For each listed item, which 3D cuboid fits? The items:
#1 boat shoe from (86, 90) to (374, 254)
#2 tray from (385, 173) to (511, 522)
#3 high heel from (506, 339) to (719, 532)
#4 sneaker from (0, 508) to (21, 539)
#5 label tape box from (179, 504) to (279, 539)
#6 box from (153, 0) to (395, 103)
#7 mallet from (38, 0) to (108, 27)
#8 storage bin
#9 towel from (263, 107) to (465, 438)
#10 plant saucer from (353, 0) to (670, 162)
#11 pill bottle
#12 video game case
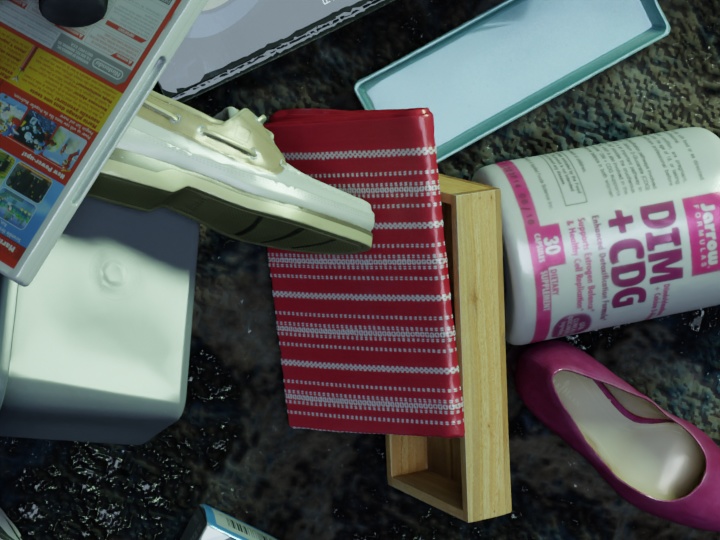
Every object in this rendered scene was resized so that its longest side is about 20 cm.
[{"bbox_3d":[-0.076,-0.061,1.355,0.199,0.075,0.069,17,72,-28],"label":"boat shoe"},{"bbox_3d":[0.051,0.044,1.439,0.037,0.099,0.201,-10,104,-28],"label":"tray"},{"bbox_3d":[0.179,0.109,1.481,0.200,0.096,0.067,41,88,-11],"label":"high heel"},{"bbox_3d":[-0.222,0.194,1.422,0.066,0.090,0.200,-43,101,-4],"label":"sneaker"},{"bbox_3d":[-0.080,0.269,1.469,0.143,0.066,0.201,26,89,-12],"label":"label tape box"},{"bbox_3d":[-0.088,-0.223,1.403,0.163,0.086,0.201,-25,100,-6],"label":"box"},{"bbox_3d":[-0.226,-0.141,1.314,0.199,0.041,0.066,-22,59,18],"label":"mallet"},{"bbox_3d":[-0.175,0.015,1.387,0.134,0.145,0.201,12,69,-21],"label":"storage bin"},{"bbox_3d":[0.000,0.000,1.427,0.022,0.144,0.201,-14,100,-46],"label":"towel"},{"bbox_3d":[0.095,-0.134,1.480,0.199,0.019,0.070,-29,100,-5],"label":"plant saucer"},{"bbox_3d":[0.176,-0.027,1.456,0.199,0.113,0.114,-11,98,-9],"label":"pill bottle"},{"bbox_3d":[-0.187,-0.108,1.315,0.143,0.017,0.201,29,84,27],"label":"video game case"}]
